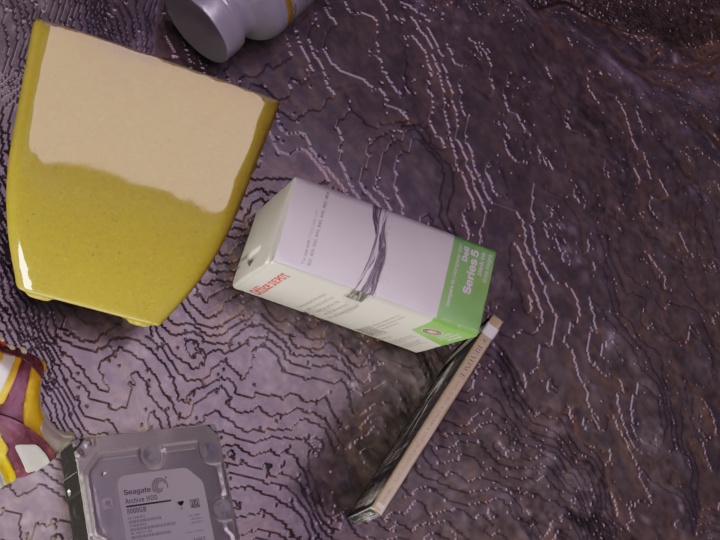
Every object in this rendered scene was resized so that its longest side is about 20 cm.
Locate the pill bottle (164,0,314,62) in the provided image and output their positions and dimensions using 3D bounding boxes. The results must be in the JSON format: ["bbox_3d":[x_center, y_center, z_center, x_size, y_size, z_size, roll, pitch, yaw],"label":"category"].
[{"bbox_3d":[-0.088,-0.291,0.972,0.112,0.112,0.200,45,70,-8],"label":"pill bottle"}]

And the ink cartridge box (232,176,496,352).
[{"bbox_3d":[0.000,0.000,0.939,0.198,0.145,0.085,20,74,-16],"label":"ink cartridge box"}]

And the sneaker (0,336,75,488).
[{"bbox_3d":[-0.316,0.077,0.859,0.090,0.075,0.202,-29,98,-29],"label":"sneaker"}]

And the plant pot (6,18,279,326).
[{"bbox_3d":[-0.203,-0.064,0.860,0.194,0.194,0.202,17,85,-17],"label":"plant pot"}]

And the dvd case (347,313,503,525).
[{"bbox_3d":[0.057,0.140,0.937,0.016,0.149,0.201,34,71,3],"label":"dvd case"}]

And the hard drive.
[{"bbox_3d":[-0.166,0.234,0.859,0.139,0.038,0.202,1,66,-38],"label":"hard drive"}]
